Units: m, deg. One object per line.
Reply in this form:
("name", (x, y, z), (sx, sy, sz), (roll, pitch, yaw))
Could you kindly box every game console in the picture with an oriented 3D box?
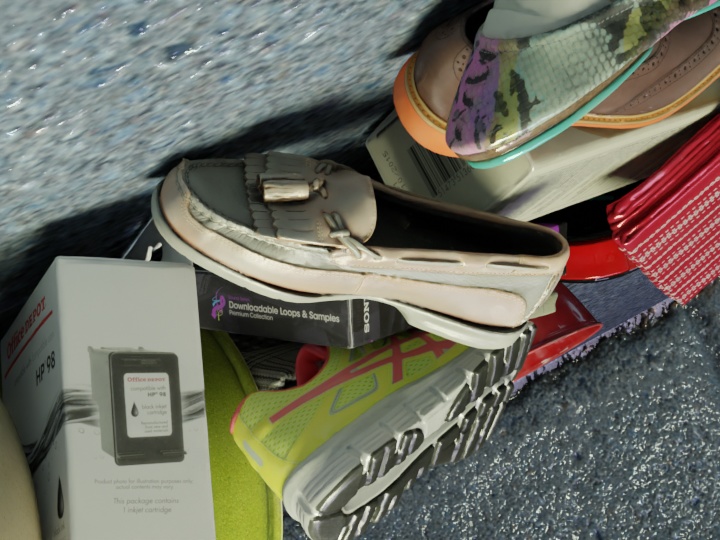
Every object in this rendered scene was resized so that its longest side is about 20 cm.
("game console", (0.154, -0.042, 1.107), (0.199, 0.031, 0.176), (-21, -161, -32))

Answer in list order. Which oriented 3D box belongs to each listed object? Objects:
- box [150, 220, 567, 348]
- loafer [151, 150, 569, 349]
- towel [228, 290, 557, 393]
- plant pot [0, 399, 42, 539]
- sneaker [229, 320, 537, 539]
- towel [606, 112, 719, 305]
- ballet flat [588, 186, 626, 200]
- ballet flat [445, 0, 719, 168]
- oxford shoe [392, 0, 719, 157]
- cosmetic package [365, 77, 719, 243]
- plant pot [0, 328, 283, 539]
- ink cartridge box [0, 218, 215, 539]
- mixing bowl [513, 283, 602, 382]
("box", (0.000, 0.000, 0.931), (0.142, 0.036, 0.199), (6, -168, 38))
("loafer", (0.005, -0.021, 0.791), (0.199, 0.072, 0.063), (17, 133, -28))
("towel", (-0.016, 0.025, 1.007), (0.199, 0.035, 0.192), (-17, -167, -31))
("plant pot", (-0.214, 0.104, 0.724), (0.200, 0.200, 0.135), (-35, -159, 38))
("sneaker", (0.014, 0.056, 0.874), (0.200, 0.090, 0.079), (-26, 142, -47))
("towel", (0.208, -0.048, 0.955), (0.144, 0.023, 0.200), (-41, 159, 7))
("ballet flat", (0.095, -0.065, 0.986), (0.067, 0.064, 0.200), (14, -165, 32))
("ballet flat", (0.106, -0.119, 0.696), (0.199, 0.071, 0.069), (-32, -152, -15))
("oxford shoe", (0.113, -0.106, 0.782), (0.199, 0.071, 0.073), (-22, 164, -28))
("cosmetic package", (0.113, -0.082, 0.893), (0.199, 0.071, 0.105), (-20, 167, -39))
("plant pot", (-0.173, 0.124, 0.905), (0.192, 0.202, 0.200), (-6, 160, -35))
("ink cartridge box", (-0.118, 0.070, 0.787), (0.066, 0.201, 0.116), (3, 157, -24))
("mixing bowl", (0.075, 0.042, 1.334), (0.199, 0.109, 0.200), (-26, 171, -4))
